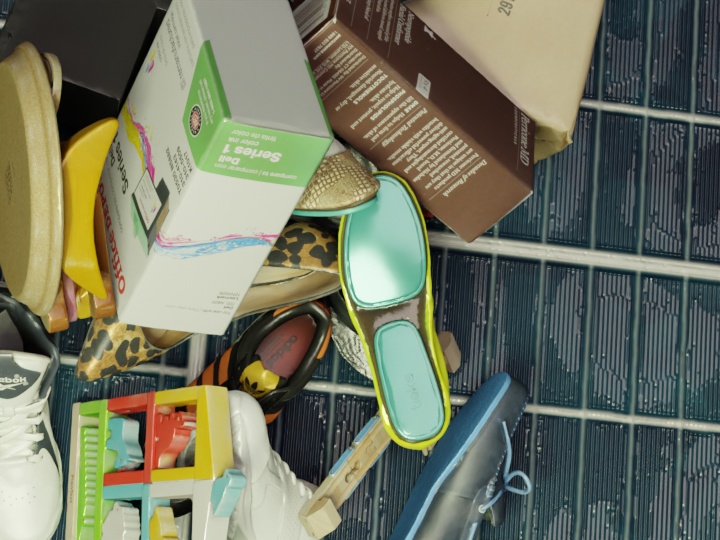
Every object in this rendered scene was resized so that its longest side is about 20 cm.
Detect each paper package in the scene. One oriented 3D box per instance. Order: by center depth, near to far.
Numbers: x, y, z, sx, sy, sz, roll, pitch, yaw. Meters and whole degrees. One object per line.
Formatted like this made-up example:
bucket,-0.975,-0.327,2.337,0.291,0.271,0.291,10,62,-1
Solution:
paper package,0.091,-0.211,1.446,0.190,0.103,0.200,17,77,-8

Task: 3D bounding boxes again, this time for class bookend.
bookend,-0.157,-0.177,1.375,0.200,0.092,0.199,19,66,-5

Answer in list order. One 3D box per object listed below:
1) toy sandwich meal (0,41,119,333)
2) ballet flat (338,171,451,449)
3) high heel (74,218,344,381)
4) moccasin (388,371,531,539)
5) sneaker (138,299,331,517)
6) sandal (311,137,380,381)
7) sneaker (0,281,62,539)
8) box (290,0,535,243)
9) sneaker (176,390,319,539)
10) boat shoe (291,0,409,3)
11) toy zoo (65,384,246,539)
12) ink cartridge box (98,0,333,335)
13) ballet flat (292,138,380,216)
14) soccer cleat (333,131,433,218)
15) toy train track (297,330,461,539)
toy sandwich meal,-0.205,-0.056,1.244,0.070,0.205,0.206,-4,80,-21
ballet flat,0.024,0.030,1.320,0.067,0.067,0.200,-10,87,1
high heel,-0.108,0.028,1.338,0.200,0.142,0.071,-44,133,-20
moccasin,0.078,0.175,1.389,0.068,0.080,0.200,30,89,-9
sneaker,-0.094,0.096,1.353,0.070,0.090,0.200,40,74,-1
sandal,-0.001,0.000,1.386,0.075,0.048,0.201,-15,102,8
sneaker,-0.253,0.099,1.300,0.079,0.130,0.200,-2,80,-11
box,0.035,-0.123,1.326,0.200,0.075,0.100,40,31,-22
sneaker,-0.072,0.163,1.327,0.099,0.078,0.200,-25,129,-32
boat shoe,0.044,-0.234,1.360,0.200,0.057,0.069,-12,81,-12
toy zoo,-0.144,0.151,1.284,0.020,0.200,0.132,11,75,-40
ink cartridge box,-0.108,-0.074,1.251,0.084,0.200,0.145,7,45,-28
ballet flat,-0.053,-0.077,1.311,0.070,0.200,0.065,-19,103,-29
soccer cleat,0.021,-0.089,1.423,0.200,0.069,0.078,12,88,-5
toy train track,0.024,0.121,1.355,0.200,0.032,0.115,-49,130,-32
